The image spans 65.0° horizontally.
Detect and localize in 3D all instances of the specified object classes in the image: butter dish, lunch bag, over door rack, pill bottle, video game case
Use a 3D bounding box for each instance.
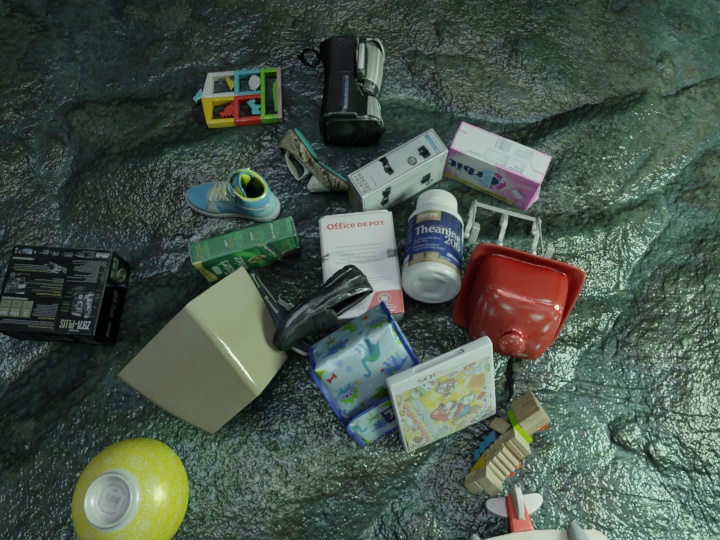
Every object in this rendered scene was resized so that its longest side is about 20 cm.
[{"bbox_3d":[0.262,0.081,0.967,0.196,0.202,0.149,16,39,7],"label":"butter dish"},{"bbox_3d":[0.026,0.189,0.974,0.168,0.128,0.202,-29,109,2],"label":"lunch bag"},{"bbox_3d":[0.269,-0.065,1.055,0.145,0.200,0.068,15,113,5],"label":"over door rack"},{"bbox_3d":[0.139,-0.051,1.063,0.108,0.112,0.203,7,55,4],"label":"pill bottle"},{"bbox_3d":[0.141,0.213,0.947,0.179,0.202,0.023,-21,42,-7],"label":"video game case"}]

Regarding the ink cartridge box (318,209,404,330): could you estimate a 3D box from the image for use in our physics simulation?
[{"bbox_3d":[0.000,0.000,1.076,0.143,0.083,0.204,-5,71,-1],"label":"ink cartridge box"}]

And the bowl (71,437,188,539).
[{"bbox_3d":[-0.398,0.382,0.940,0.195,0.108,0.205,0,71,1],"label":"bowl"}]

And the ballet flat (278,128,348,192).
[{"bbox_3d":[-0.100,-0.210,1.169,0.075,0.068,0.200,-47,69,9],"label":"ballet flat"}]

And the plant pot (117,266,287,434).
[{"bbox_3d":[-0.242,0.146,0.954,0.199,0.200,0.178,-40,93,21],"label":"plant pot"}]

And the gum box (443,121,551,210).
[{"bbox_3d":[0.272,-0.204,1.124,0.197,0.114,0.067,24,73,10],"label":"gum box"}]

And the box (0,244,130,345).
[{"bbox_3d":[-0.561,0.047,1.070,0.195,0.086,0.167,3,71,2],"label":"box"}]

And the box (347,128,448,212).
[{"bbox_3d":[0.072,-0.185,1.122,0.198,0.117,0.061,-31,73,-8],"label":"box"}]

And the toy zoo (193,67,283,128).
[{"bbox_3d":[-0.270,-0.381,1.247,0.195,0.021,0.134,-5,71,0],"label":"toy zoo"}]

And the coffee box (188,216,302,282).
[{"bbox_3d":[-0.214,-0.037,1.076,0.196,0.123,0.045,-16,74,-6],"label":"coffee box"}]

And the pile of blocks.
[{"bbox_3d":[0.257,0.308,0.981,0.062,0.082,0.200,45,81,-16],"label":"pile of blocks"}]

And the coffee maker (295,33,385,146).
[{"bbox_3d":[-0.040,-0.374,1.197,0.188,0.135,0.204,-6,68,24],"label":"coffee maker"}]

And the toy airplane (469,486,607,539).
[{"bbox_3d":[0.266,0.446,0.885,0.198,0.142,0.201,37,76,14],"label":"toy airplane"}]

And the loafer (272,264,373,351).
[{"bbox_3d":[-0.064,0.072,0.972,0.200,0.068,0.070,-40,68,-15],"label":"loafer"}]

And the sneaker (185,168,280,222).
[{"bbox_3d":[-0.262,-0.159,1.112,0.195,0.131,0.081,5,72,4],"label":"sneaker"}]

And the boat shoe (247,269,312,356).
[{"bbox_3d":[-0.156,0.078,1.061,0.199,0.075,0.062,41,87,23],"label":"boat shoe"}]
